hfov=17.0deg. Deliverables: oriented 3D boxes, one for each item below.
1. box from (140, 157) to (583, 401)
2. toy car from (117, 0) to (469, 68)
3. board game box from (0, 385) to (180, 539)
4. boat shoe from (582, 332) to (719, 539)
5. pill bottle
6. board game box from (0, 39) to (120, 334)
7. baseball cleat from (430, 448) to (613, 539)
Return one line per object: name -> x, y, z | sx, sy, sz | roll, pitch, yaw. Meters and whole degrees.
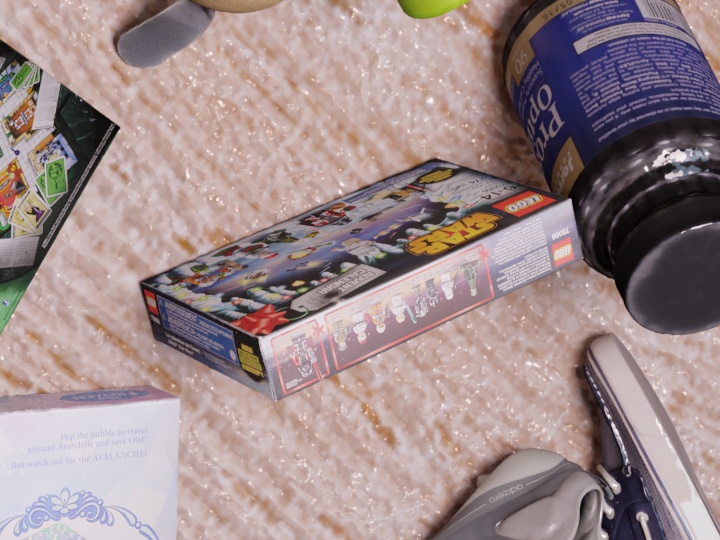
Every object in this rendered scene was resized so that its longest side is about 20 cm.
box -> 0.000, 0.000, 1.299 | 0.200, 0.137, 0.040 | -24, 114, -26
toy car -> -0.057, -0.190, 1.255 | 0.200, 0.158, 0.165 | -27, 112, 7
board game box -> -0.194, 0.167, 1.270 | 0.200, 0.043, 0.200 | -3, 101, -31
boat shoe -> 0.162, 0.144, 1.466 | 0.093, 0.075, 0.200 | -27, 91, 10
pill bottle -> 0.156, -0.064, 1.332 | 0.112, 0.200, 0.112 | -10, 136, -9
board game box -> -0.211, -0.018, 1.210 | 0.105, 0.023, 0.200 | 38, 70, -27
baseball cleat -> 0.067, 0.188, 1.396 | 0.200, 0.106, 0.070 | -52, 125, -10
